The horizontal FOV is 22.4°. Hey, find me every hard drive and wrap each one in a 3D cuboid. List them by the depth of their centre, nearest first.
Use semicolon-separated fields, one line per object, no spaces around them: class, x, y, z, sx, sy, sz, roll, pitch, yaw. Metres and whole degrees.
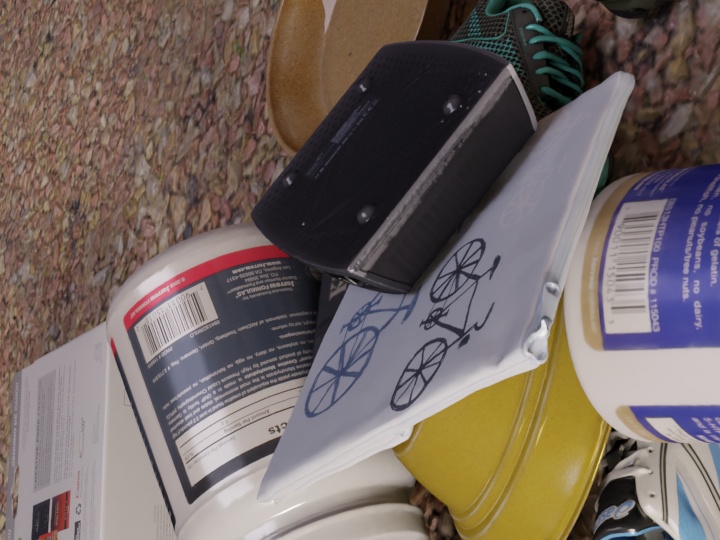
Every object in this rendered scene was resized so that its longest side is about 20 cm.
hard drive;0.015;-0.053;0.915;0.135;0.042;0.200;-52;18;-3

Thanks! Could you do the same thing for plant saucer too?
plant saucer;0.005;-0.163;1.169;0.200;0.035;0.202;-36;46;47

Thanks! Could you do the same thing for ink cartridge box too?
ink cartridge box;-0.195;0.157;1.357;0.175;0.083;0.202;-24;61;52

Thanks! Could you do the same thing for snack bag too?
snack bag;0.043;0.007;0.832;0.200;0.021;0.189;-33;24;44

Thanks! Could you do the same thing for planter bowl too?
planter bowl;0.063;0.051;0.916;0.200;0.083;0.202;-164;90;-80

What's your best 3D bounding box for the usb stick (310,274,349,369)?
usb stick;0.000;0.000;0.988;0.055;0.032;0.201;-40;32;43

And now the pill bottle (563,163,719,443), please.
pill bottle;0.194;0.011;0.742;0.199;0.119;0.121;-4;78;44

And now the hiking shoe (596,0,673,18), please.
hiking shoe;0.155;-0.206;0.897;0.200;0.100;0.076;-50;43;38

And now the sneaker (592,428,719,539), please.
sneaker;0.136;0.095;0.841;0.072;0.072;0.201;-46;41;43

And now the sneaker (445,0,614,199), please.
sneaker;0.090;-0.104;0.989;0.092;0.077;0.200;-59;28;10

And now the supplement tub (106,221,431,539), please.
supplement tub;-0.052;0.087;1.028;0.140;0.140;0.201;-46;57;41
